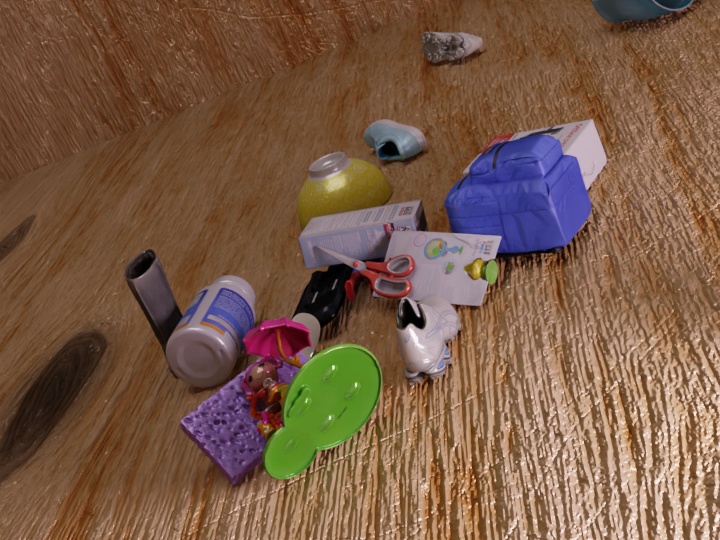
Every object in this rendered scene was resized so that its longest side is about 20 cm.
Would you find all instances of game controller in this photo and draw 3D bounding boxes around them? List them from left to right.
[{"bbox_3d":[-0.062,0.046,1.760,0.104,0.042,0.200,-24,22,22],"label":"game controller"}]

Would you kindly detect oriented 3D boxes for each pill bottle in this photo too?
[{"bbox_3d":[-0.235,0.091,1.755,0.111,0.113,0.200,-16,24,19],"label":"pill bottle"}]

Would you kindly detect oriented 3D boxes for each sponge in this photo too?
[{"bbox_3d":[-0.137,0.189,1.471,0.111,0.030,0.200,40,59,20],"label":"sponge"}]

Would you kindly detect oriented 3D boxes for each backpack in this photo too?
[{"bbox_3d":[0.232,-0.113,1.668,0.199,0.169,0.162,-10,15,35],"label":"backpack"}]

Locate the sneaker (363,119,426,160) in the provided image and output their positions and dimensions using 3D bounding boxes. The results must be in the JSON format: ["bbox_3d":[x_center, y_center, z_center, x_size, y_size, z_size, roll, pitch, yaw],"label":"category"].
[{"bbox_3d":[0.052,-0.276,2.315,0.082,0.074,0.199,-32,23,-26],"label":"sneaker"}]

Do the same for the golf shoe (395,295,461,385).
[{"bbox_3d":[0.089,0.068,1.503,0.078,0.098,0.200,-20,22,15],"label":"golf shoe"}]

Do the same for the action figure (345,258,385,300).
[{"bbox_3d":[0.022,-0.006,1.792,0.065,0.052,0.200,-11,23,18],"label":"action figure"}]

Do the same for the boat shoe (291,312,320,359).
[{"bbox_3d":[-0.113,0.151,1.568,0.063,0.071,0.201,-54,11,48],"label":"boat shoe"}]

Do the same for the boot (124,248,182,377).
[{"bbox_3d":[-0.324,0.056,1.803,0.072,0.201,0.182,-24,22,7],"label":"boot"}]

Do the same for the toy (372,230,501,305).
[{"bbox_3d":[0.123,0.002,1.653,0.199,0.047,0.116,2,65,40],"label":"toy"}]

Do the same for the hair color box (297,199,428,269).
[{"bbox_3d":[0.006,-0.060,1.796,0.198,0.061,0.099,-9,21,16],"label":"hair color box"}]

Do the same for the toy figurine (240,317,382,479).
[{"bbox_3d":[-0.098,0.147,1.422,0.200,0.150,0.184,-52,42,-3],"label":"toy figurine"}]

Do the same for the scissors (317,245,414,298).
[{"bbox_3d":[0.000,0.000,1.694,0.199,0.014,0.074,9,71,33],"label":"scissors"}]

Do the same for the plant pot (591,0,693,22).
[{"bbox_3d":[0.625,-0.654,2.429,0.200,0.201,0.188,-37,11,-27],"label":"plant pot"}]

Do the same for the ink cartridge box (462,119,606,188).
[{"bbox_3d":[0.299,-0.178,1.842,0.199,0.084,0.144,-5,29,38],"label":"ink cartridge box"}]

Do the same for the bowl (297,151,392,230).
[{"bbox_3d":[-0.047,-0.170,2.140,0.199,0.108,0.200,-20,24,9],"label":"bowl"}]

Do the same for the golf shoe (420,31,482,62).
[{"bbox_3d":[0.238,-0.588,2.817,0.097,0.079,0.200,-16,23,-28],"label":"golf shoe"}]
